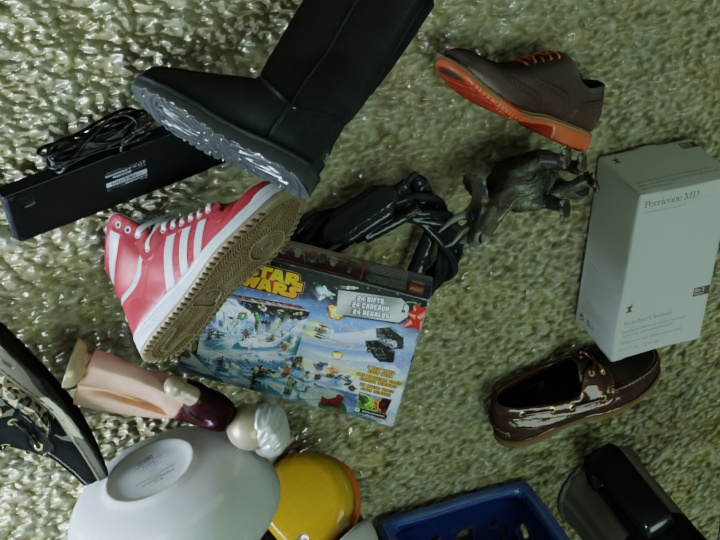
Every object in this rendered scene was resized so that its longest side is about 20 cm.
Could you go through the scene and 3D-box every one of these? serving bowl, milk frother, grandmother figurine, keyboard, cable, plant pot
[{"bbox_3d":[-0.172,0.199,1.325,0.199,0.200,0.066,-28,117,-10],"label":"serving bowl"},{"bbox_3d":[0.353,0.266,1.683,0.198,0.188,0.182,-17,131,-19],"label":"milk frother"},{"bbox_3d":[-0.154,0.113,1.297,0.198,0.121,0.061,20,89,-7],"label":"grandmother figurine"},{"bbox_3d":[-0.194,-0.094,1.207,0.199,0.040,0.104,-23,155,-16],"label":"keyboard"},{"bbox_3d":[0.000,0.000,1.379,0.199,0.051,0.163,-36,142,3],"label":"cable"},{"bbox_3d":[0.128,0.373,1.630,0.198,0.200,0.181,-11,134,-24],"label":"plant pot"}]

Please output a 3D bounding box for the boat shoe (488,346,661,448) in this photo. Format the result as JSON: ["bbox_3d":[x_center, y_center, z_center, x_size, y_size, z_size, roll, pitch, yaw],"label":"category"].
[{"bbox_3d":[0.226,0.120,1.579,0.199,0.071,0.071,-25,136,-12],"label":"boat shoe"}]

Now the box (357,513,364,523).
[{"bbox_3d":[-0.021,0.336,1.504,0.136,0.200,0.040,-37,134,0],"label":"box"}]

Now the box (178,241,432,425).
[{"bbox_3d":[-0.049,0.047,1.309,0.198,0.040,0.138,15,122,-1],"label":"box"}]

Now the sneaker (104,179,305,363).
[{"bbox_3d":[-0.133,-0.031,1.211,0.200,0.113,0.071,-45,151,24],"label":"sneaker"}]

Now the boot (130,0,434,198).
[{"bbox_3d":[-0.057,-0.175,1.159,0.201,0.164,0.066,-59,172,-15],"label":"boot"}]

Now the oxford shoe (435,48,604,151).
[{"bbox_3d":[0.142,-0.167,1.328,0.199,0.071,0.073,17,101,-46],"label":"oxford shoe"}]

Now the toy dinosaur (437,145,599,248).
[{"bbox_3d":[0.155,-0.082,1.378,0.200,0.101,0.078,-34,122,-55],"label":"toy dinosaur"}]

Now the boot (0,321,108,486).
[{"bbox_3d":[-0.317,0.142,1.271,0.150,0.073,0.201,-36,130,-4],"label":"boot"}]

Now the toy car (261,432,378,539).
[{"bbox_3d":[-0.083,0.256,1.460,0.200,0.175,0.150,-43,170,4],"label":"toy car"}]

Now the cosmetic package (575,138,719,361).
[{"bbox_3d":[0.289,-0.021,1.505,0.112,0.081,0.201,-14,130,-19],"label":"cosmetic package"}]
